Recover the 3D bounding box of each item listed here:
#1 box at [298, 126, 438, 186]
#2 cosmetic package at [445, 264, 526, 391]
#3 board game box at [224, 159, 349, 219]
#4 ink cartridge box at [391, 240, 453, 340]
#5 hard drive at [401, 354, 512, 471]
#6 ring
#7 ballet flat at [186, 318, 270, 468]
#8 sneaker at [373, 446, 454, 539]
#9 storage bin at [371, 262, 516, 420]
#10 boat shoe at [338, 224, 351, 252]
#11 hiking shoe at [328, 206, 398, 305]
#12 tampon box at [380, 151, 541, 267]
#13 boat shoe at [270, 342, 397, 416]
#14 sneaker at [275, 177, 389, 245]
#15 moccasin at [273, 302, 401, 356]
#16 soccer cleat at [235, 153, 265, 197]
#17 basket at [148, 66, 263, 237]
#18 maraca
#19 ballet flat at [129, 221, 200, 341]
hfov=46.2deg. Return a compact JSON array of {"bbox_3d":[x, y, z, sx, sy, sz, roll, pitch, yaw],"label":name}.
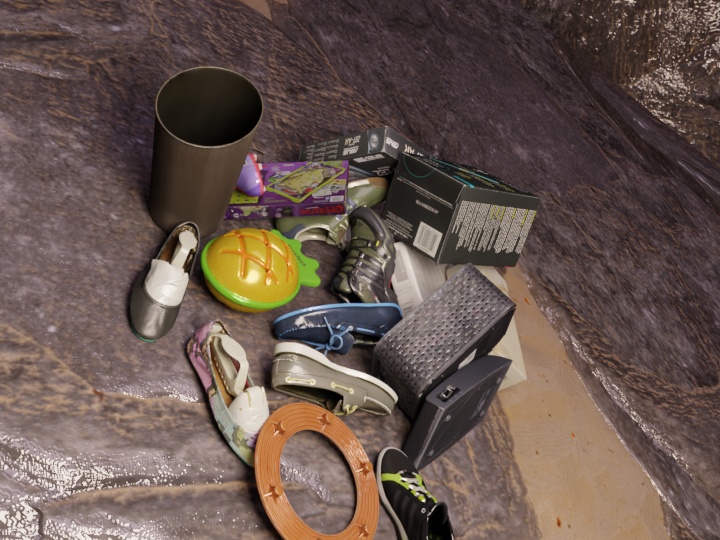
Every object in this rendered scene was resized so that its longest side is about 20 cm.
[{"bbox_3d":[0.017,-0.177,1.424,0.159,0.198,0.044,24,70,-45],"label":"box"},{"bbox_3d":[0.205,0.087,1.388,0.103,0.073,0.202,41,34,-42],"label":"cosmetic package"},{"bbox_3d":[-0.118,-0.128,1.321,0.197,0.033,0.121,-2,44,4],"label":"board game box"},{"bbox_3d":[0.116,0.036,1.400,0.199,0.050,0.163,5,66,-65],"label":"ink cartridge box"},{"bbox_3d":[0.136,0.196,1.200,0.042,0.136,0.199,35,32,24],"label":"hard drive"},{"bbox_3d":[-0.046,0.254,1.024,0.200,0.019,0.202,32,41,-33],"label":"ring"},{"bbox_3d":[-0.154,0.145,1.042,0.069,0.071,0.201,-4,53,-45],"label":"ballet flat"},{"bbox_3d":[0.083,0.304,1.069,0.071,0.083,0.201,7,46,-37],"label":"sneaker"},{"bbox_3d":[0.118,0.103,1.209,0.199,0.136,0.094,-38,68,-20],"label":"storage bin"},{"bbox_3d":[-0.013,-0.059,1.411,0.069,0.071,0.201,-21,68,-20],"label":"boat shoe"},{"bbox_3d":[0.000,0.000,1.288,0.100,0.075,0.203,-3,81,-37],"label":"hiking shoe"},{"bbox_3d":[0.157,-0.093,1.343,0.199,0.128,0.149,3,22,-44],"label":"tampon box"},{"bbox_3d":[-0.036,0.161,1.136,0.200,0.072,0.061,28,57,-28],"label":"boat shoe"},{"bbox_3d":[-0.039,-0.082,1.355,0.198,0.067,0.091,-13,70,-11],"label":"sneaker"},{"bbox_3d":[-0.024,0.086,1.200,0.198,0.080,0.069,-4,74,-22],"label":"moccasin"},{"bbox_3d":[-0.208,-0.160,1.298,0.076,0.067,0.200,-21,39,-21],"label":"soccer cleat"},{"bbox_3d":[-0.227,-0.152,1.177,0.135,0.201,0.181,25,43,0],"label":"basket"},{"bbox_3d":[-0.138,-0.005,1.191,0.137,0.107,0.199,50,36,17],"label":"maraca"},{"bbox_3d":[-0.254,0.002,1.112,0.067,0.069,0.201,27,37,-18],"label":"ballet flat"}]
